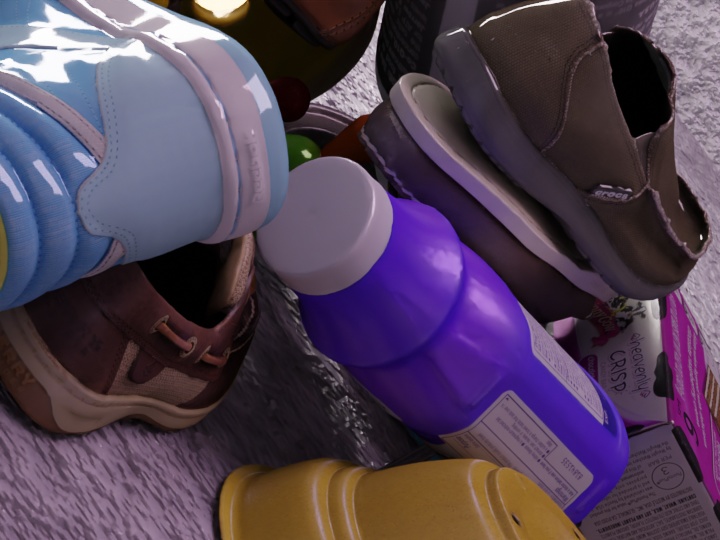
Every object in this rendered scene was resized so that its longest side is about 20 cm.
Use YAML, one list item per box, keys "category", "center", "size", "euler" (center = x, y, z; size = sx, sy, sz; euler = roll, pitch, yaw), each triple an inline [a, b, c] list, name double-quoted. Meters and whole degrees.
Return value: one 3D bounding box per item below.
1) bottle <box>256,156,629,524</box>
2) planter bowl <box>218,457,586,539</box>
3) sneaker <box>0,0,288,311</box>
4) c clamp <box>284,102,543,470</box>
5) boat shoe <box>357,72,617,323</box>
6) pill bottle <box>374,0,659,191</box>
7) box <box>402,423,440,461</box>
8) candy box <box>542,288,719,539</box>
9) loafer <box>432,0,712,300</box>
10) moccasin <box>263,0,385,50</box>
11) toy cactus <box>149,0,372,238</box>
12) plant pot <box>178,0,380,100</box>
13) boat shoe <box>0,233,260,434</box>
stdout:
- category: "bottle"
  center: [0.030, 0.027, 0.937]
  size: [0.084, 0.065, 0.200]
  euler: [46, 1, 40]
- category: "planter bowl"
  center: [0.044, 0.129, 0.897]
  size: [0.201, 0.083, 0.201]
  euler: [49, 15, -17]
- category: "sneaker"
  center: [-0.127, -0.044, 0.779]
  size: [0.200, 0.130, 0.080]
  euler: [19, -57, 50]
- category: "c clamp"
  center: [0.000, 0.000, 1.087]
  size: [0.170, 0.027, 0.200]
  euler: [-15, 56, -44]
- category: "boat shoe"
  center: [0.044, -0.019, 1.007]
  size: [0.200, 0.059, 0.072]
  euler: [31, 29, -62]
- category: "pill bottle"
  center: [0.067, -0.113, 1.071]
  size: [0.201, 0.113, 0.114]
  euler: [103, -30, -45]
- category: "box"
  center: [0.062, 0.074, 1.168]
  size: [0.200, 0.049, 0.082]
  euler: [55, 14, 8]
- category: "candy box"
  center: [0.145, 0.110, 1.104]
  size: [0.201, 0.061, 0.137]
  euler: [60, 18, -27]
- category: "loafer"
  center: [0.100, -0.049, 0.991]
  size: [0.200, 0.069, 0.075]
  euler: [35, 26, -58]
- category: "moccasin"
  center: [-0.052, -0.169, 0.963]
  size: [0.201, 0.078, 0.074]
  euler: [41, 1, -28]
- category: "toy cactus"
  center: [-0.073, -0.085, 0.987]
  size: [0.200, 0.102, 0.166]
  euler: [10, 51, -60]
- category: "plant pot"
  center: [-0.059, -0.178, 1.137]
  size: [0.201, 0.200, 0.190]
  euler: [43, 33, -37]
- category: "boat shoe"
  center: [-0.063, 0.007, 0.865]
  size: [0.072, 0.072, 0.200]
  euler: [55, 14, 8]
